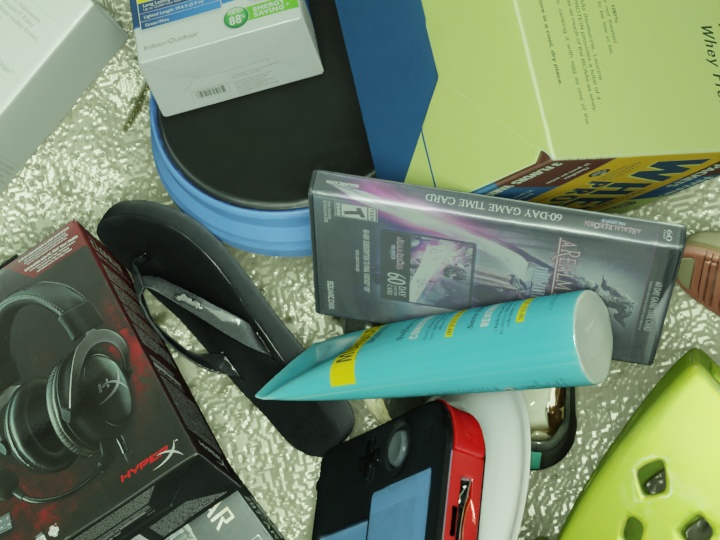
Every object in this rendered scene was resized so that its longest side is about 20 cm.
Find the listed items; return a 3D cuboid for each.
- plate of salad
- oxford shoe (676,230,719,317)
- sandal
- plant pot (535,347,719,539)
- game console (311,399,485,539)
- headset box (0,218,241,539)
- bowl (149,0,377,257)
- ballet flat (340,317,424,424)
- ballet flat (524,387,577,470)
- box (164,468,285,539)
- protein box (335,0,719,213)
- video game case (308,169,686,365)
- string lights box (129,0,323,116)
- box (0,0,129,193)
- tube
[{"bbox_3d":[0.052,0.150,1.161,0.048,0.200,0.202,20,86,-21],"label":"plate of salad"},{"bbox_3d":[0.285,0.005,1.214,0.198,0.071,0.074,16,60,8],"label":"oxford shoe"},{"bbox_3d":[-0.084,0.036,1.221,0.200,0.076,0.043,46,54,0],"label":"sandal"},{"bbox_3d":[0.192,0.178,1.135,0.200,0.199,0.182,45,97,8],"label":"plant pot"},{"bbox_3d":[0.008,0.181,1.125,0.031,0.176,0.202,18,67,-25],"label":"game console"},{"bbox_3d":[-0.184,0.081,1.218,0.148,0.077,0.201,-33,62,4],"label":"headset box"},{"bbox_3d":[-0.035,-0.105,1.228,0.198,0.039,0.202,-7,60,11],"label":"bowl"},{"bbox_3d":[0.000,0.000,1.247,0.056,0.066,0.202,-21,73,33],"label":"ballet flat"},{"bbox_3d":[0.102,0.017,1.222,0.067,0.068,0.202,-8,83,3],"label":"ballet flat"},{"bbox_3d":[-0.103,0.221,1.234,0.160,0.044,0.201,-39,81,1],"label":"box"},{"bbox_3d":[0.107,-0.139,1.155,0.134,0.199,0.201,-22,78,47],"label":"protein box"},{"bbox_3d":[0.071,0.001,1.121,0.198,0.143,0.019,10,63,6],"label":"video game case"},{"bbox_3d":[-0.091,-0.201,1.238,0.102,0.059,0.202,-15,59,5],"label":"string lights box"},{"bbox_3d":[-0.260,-0.117,1.263,0.124,0.097,0.200,40,90,9],"label":"box"},{"bbox_3d":[0.041,0.047,1.138,0.198,0.077,0.051,-8,102,30],"label":"tube"}]
